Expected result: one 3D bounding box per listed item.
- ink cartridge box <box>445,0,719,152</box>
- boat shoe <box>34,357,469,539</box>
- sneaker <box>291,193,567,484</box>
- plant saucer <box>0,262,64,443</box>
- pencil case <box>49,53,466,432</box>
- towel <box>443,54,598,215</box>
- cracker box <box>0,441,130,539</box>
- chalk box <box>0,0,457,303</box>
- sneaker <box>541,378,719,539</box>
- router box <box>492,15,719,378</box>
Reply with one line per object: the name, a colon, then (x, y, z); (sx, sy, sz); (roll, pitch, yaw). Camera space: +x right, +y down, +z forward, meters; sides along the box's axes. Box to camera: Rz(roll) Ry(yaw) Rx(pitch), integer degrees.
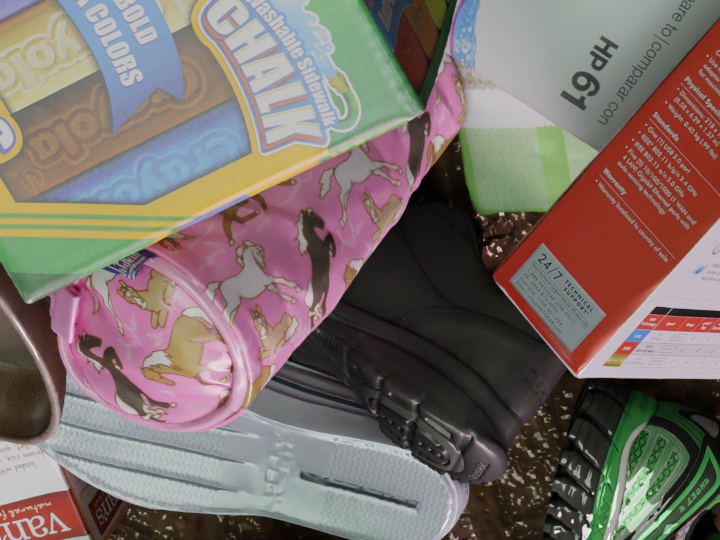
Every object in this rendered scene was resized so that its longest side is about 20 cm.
ink cartridge box: (0.081, -0.140, 1.044); (0.200, 0.085, 0.145); (32, 124, -3)
boat shoe: (-0.051, 0.064, 1.229); (0.200, 0.067, 0.074); (20, 115, 0)
sneaker: (0.000, 0.000, 1.186); (0.200, 0.091, 0.076); (37, 163, 17)
plant saucer: (-0.184, -0.014, 1.129); (0.200, 0.032, 0.200); (34, 157, 16)
pencil case: (-0.036, -0.027, 1.101); (0.083, 0.200, 0.087); (-15, 115, 40)
towel: (0.099, -0.114, 1.121); (0.149, 0.031, 0.200); (1, 119, 19)
cracker box: (-0.197, 0.039, 1.271); (0.134, 0.058, 0.200); (-13, 113, 22)
chalk box: (-0.046, -0.100, 0.976); (0.200, 0.125, 0.124); (-23, 108, 19)
sneaker: (0.112, 0.145, 1.221); (0.085, 0.078, 0.200); (14, 120, 9)
router box: (0.164, -0.040, 1.026); (0.180, 0.200, 0.049); (-49, 64, 21)
